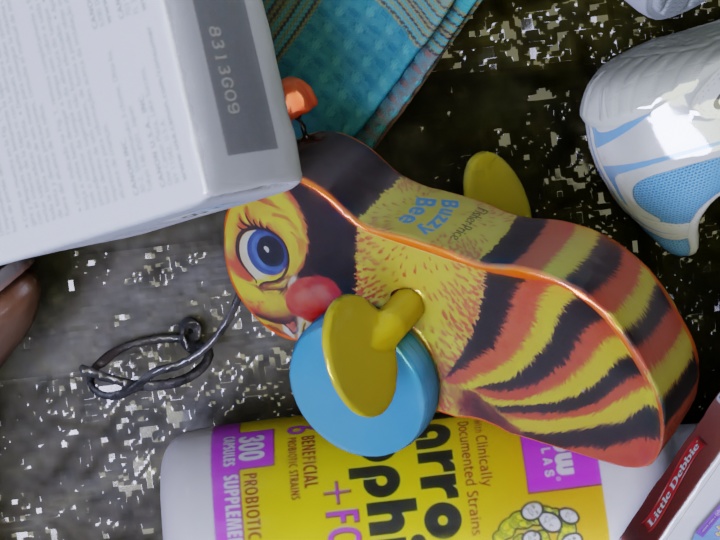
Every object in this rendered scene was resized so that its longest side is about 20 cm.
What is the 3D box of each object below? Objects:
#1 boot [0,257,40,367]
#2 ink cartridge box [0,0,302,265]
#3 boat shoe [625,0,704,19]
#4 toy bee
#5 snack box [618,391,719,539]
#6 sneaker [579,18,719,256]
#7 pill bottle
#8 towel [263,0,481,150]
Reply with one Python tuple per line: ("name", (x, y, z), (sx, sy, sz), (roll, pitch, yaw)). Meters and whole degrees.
("boot", (-0.104, 0.118, 0.828), (0.200, 0.064, 0.186), (42, 101, -6))
("ink cartridge box", (-0.117, -0.081, 0.768), (0.200, 0.047, 0.161), (-14, 89, 42))
("boat shoe", (0.112, -0.167, 0.759), (0.062, 0.072, 0.200), (45, 140, 27))
("toy bee", (0.000, 0.000, 0.757), (0.199, 0.131, 0.109), (-4, 116, 6))
("snack box", (0.161, 0.018, 0.731), (0.072, 0.024, 0.200), (30, 99, -21))
("sneaker", (0.168, -0.072, 0.803), (0.199, 0.072, 0.073), (-27, 113, 3))
("pill bottle", (0.040, 0.091, 0.802), (0.199, 0.104, 0.105), (-8, 98, 0))
("towel", (-0.018, -0.130, 0.750), (0.147, 0.022, 0.200), (38, 134, 1))
